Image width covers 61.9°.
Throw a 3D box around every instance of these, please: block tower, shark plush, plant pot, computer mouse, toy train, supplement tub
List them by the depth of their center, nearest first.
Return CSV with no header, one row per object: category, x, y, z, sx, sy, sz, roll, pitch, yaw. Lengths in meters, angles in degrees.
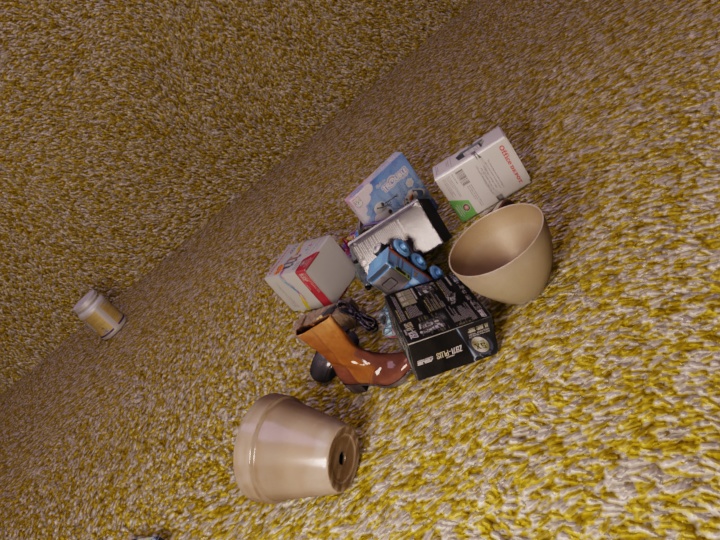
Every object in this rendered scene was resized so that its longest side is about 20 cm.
plant pot,-0.102,0.333,1.100,0.173,0.201,0.201,-1,42,28
plant pot,0.290,-0.013,1.162,0.200,0.135,0.201,-31,25,17
toy train,0.105,0.019,1.294,0.087,0.200,0.115,-40,24,36
computer mouse,-0.068,0.154,1.406,0.140,0.046,0.200,36,75,31
block tower,-0.083,0.128,1.535,0.199,0.058,0.054,-20,32,33
shark plush,0.000,0.000,1.598,0.091,0.083,0.200,-28,27,22
supplement tub,-1.200,0.204,2.766,0.145,0.200,0.146,-31,26,17

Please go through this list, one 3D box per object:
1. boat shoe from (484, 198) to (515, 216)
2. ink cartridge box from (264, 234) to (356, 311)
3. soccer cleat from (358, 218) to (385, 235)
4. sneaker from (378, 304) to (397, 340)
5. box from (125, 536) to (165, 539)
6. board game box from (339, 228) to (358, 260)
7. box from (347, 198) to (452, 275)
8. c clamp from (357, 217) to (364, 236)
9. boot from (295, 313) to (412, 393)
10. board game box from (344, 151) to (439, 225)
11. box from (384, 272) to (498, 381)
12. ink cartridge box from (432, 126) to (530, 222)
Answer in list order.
boat shoe,0.286,-0.076,1.364,0.202,0.075,0.075,-47,12,-29
ink cartridge box,-0.141,0.012,1.701,0.199,0.145,0.146,-11,37,47
soccer cleat,0.091,-0.118,1.607,0.199,0.068,0.073,-8,42,-3
sneaker,0.077,0.080,1.367,0.095,0.079,0.200,-32,26,20
box,-0.489,0.656,1.237,0.136,0.040,0.201,-23,30,33
board game box,-0.009,-0.102,1.829,0.157,0.039,0.201,-20,32,36
box,0.101,-0.074,1.453,0.196,0.124,0.200,-33,-2,16
c clamp,0.042,-0.135,1.720,0.027,0.171,0.201,-5,51,26
boot,-0.005,0.153,1.214,0.188,0.200,0.069,-19,31,37
board game box,0.089,-0.184,1.644,0.200,0.199,0.043,-44,26,-9
box,0.151,0.103,1.163,0.163,0.087,0.200,-18,26,-4
ink cartridge box,0.304,-0.240,1.509,0.199,0.146,0.084,-30,25,19
